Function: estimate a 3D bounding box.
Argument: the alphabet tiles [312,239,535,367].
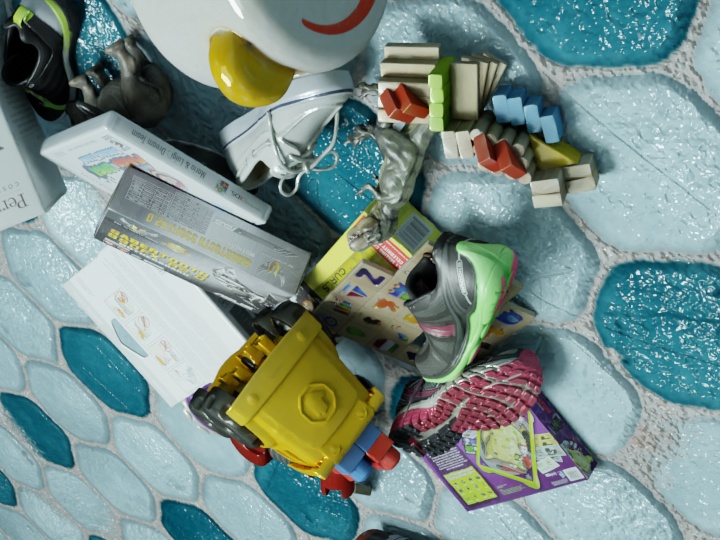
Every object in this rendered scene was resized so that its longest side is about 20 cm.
[{"bbox_3d":[0.061,0.037,1.113,0.166,0.008,0.200,24,145,-15],"label":"alphabet tiles"}]

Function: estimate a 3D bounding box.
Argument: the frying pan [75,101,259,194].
[{"bbox_3d":[-0.183,-0.113,1.166,0.114,0.031,0.189,-1,154,47],"label":"frying pan"}]

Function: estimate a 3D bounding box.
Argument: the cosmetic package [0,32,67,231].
[{"bbox_3d":[-0.431,-0.133,1.244,0.165,0.164,0.202,-120,8,-78],"label":"cosmetic package"}]

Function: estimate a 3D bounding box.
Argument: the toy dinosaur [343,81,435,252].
[{"bbox_3d":[0.028,-0.112,1.016,0.088,0.047,0.201,45,128,25],"label":"toy dinosaur"}]

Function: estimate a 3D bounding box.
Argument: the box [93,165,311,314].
[{"bbox_3d":[-0.163,-0.025,1.188,0.199,0.049,0.158,26,165,-13],"label":"box"}]

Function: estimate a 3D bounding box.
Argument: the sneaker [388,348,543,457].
[{"bbox_3d":[0.095,0.114,1.142,0.080,0.075,0.200,30,142,-25],"label":"sneaker"}]

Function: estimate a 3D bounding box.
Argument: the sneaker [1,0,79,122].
[{"bbox_3d":[-0.345,-0.216,1.226,0.071,0.083,0.200,36,148,9],"label":"sneaker"}]

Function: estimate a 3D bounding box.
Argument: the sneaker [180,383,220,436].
[{"bbox_3d":[-0.181,0.117,1.415,0.083,0.081,0.201,-2,124,36],"label":"sneaker"}]

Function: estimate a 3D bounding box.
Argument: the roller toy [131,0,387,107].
[{"bbox_3d":[-0.071,-0.232,0.875,0.139,0.200,0.184,-2,119,42],"label":"roller toy"}]

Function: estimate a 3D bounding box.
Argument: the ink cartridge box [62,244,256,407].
[{"bbox_3d":[-0.221,0.045,1.342,0.173,0.044,0.200,-32,103,41],"label":"ink cartridge box"}]

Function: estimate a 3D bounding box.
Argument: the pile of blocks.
[{"bbox_3d":[0.098,-0.114,0.917,0.199,0.062,0.083,27,123,4],"label":"pile of blocks"}]

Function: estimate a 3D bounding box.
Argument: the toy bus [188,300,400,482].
[{"bbox_3d":[-0.055,0.141,1.179,0.192,0.136,0.200,40,164,-11],"label":"toy bus"}]

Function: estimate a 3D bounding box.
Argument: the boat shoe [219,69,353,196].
[{"bbox_3d":[-0.064,-0.111,1.058,0.201,0.074,0.087,-21,82,53],"label":"boat shoe"}]

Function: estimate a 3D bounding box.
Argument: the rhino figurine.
[{"bbox_3d":[-0.257,-0.170,1.217,0.199,0.060,0.088,-21,108,52],"label":"rhino figurine"}]

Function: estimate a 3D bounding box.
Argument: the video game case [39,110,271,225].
[{"bbox_3d":[-0.206,-0.090,1.164,0.181,0.024,0.199,31,162,-27],"label":"video game case"}]

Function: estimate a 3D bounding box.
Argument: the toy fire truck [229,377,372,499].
[{"bbox_3d":[-0.061,0.203,1.368,0.175,0.129,0.202,17,126,30],"label":"toy fire truck"}]

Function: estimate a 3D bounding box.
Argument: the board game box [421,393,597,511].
[{"bbox_3d":[0.139,0.183,1.222,0.120,0.032,0.200,47,143,-10],"label":"board game box"}]

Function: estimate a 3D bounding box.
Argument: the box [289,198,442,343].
[{"bbox_3d":[0.000,0.000,1.151,0.075,0.050,0.200,43,142,-1],"label":"box"}]

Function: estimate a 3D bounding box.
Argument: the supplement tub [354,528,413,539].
[{"bbox_3d":[0.079,0.383,1.407,0.199,0.107,0.108,10,132,37],"label":"supplement tub"}]

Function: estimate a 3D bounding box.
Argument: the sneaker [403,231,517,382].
[{"bbox_3d":[0.078,0.028,1.036,0.083,0.077,0.201,28,145,9],"label":"sneaker"}]
